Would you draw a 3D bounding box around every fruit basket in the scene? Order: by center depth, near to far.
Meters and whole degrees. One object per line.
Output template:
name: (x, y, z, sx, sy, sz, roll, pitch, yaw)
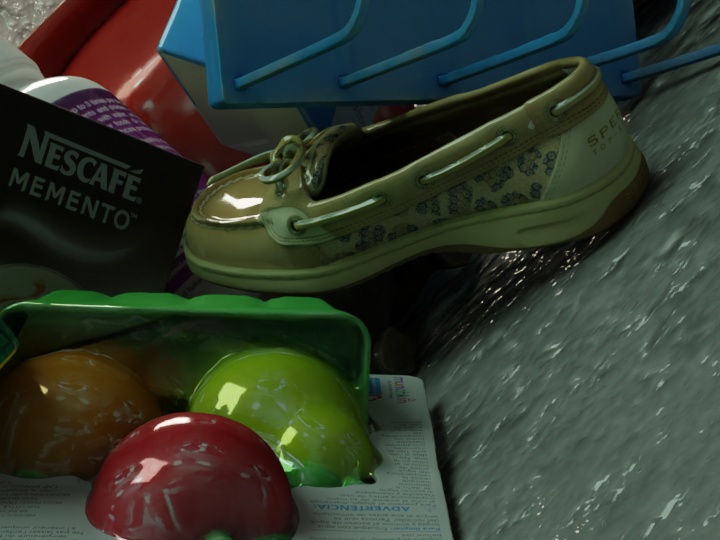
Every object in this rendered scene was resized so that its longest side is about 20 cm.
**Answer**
fruit basket: (-0.063, 0.074, 0.728, 0.200, 0.183, 0.095, -97, 9, -65)

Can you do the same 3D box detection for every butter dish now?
butter dish: (-0.053, -0.078, 1.117, 0.200, 0.200, 0.147, -46, 27, -16)

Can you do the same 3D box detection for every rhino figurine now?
rhino figurine: (0.000, 0.000, 0.947, 0.087, 0.060, 0.200, -32, 16, 39)

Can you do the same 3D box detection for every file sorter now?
file sorter: (0.049, -0.142, 0.837, 0.198, 0.140, 0.122, -4, -4, -30)

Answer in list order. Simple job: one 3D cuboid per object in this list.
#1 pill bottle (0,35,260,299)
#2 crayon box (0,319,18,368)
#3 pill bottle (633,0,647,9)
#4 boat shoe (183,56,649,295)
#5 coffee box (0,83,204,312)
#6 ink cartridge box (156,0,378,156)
pill bottle: (-0.128, -0.019, 1.018, 0.112, 0.200, 0.112, -44, -17, -17)
crayon box: (-0.207, 0.067, 0.720, 0.200, 0.058, 0.119, -47, 18, -5)
pill bottle: (0.094, -0.167, 1.042, 0.200, 0.112, 0.112, -31, 19, 52)
boat shoe: (0.013, -0.041, 0.853, 0.198, 0.063, 0.074, -11, 33, 25)
coffee box: (-0.157, 0.031, 0.889, 0.079, 0.114, 0.202, 9, 80, 55)
ink cartridge box: (-0.009, -0.154, 0.951, 0.116, 0.067, 0.201, 58, -128, -70)
